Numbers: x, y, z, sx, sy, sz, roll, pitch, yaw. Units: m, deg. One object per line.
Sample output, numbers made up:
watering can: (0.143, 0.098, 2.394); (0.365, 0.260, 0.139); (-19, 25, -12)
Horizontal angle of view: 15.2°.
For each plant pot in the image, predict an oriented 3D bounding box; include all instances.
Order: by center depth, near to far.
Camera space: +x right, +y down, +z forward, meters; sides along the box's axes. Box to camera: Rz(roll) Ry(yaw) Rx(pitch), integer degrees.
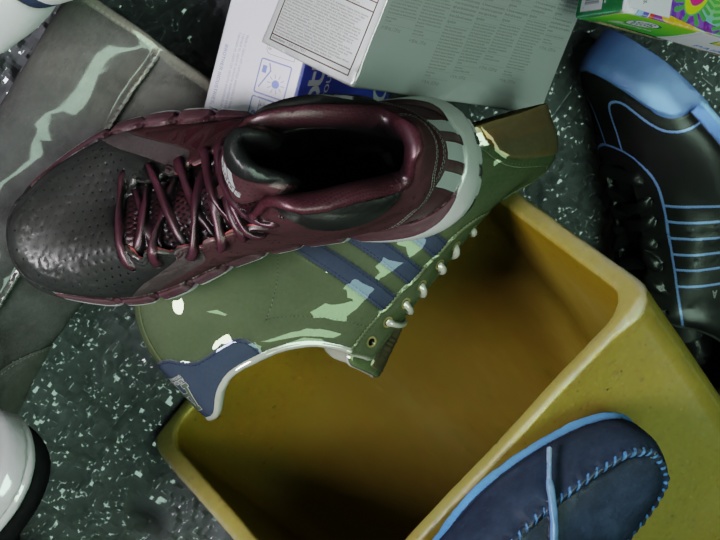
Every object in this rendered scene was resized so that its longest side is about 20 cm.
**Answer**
plant pot: (0.068, 0.099, 1.211); (0.196, 0.194, 0.200); (-47, 125, -1)

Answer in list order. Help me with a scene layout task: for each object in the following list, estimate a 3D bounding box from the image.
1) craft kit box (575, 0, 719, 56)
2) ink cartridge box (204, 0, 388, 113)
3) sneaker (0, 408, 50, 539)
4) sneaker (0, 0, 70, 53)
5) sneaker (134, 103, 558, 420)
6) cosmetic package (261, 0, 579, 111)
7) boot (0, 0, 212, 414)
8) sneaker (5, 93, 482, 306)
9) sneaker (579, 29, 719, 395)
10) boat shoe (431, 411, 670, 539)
craft kit box: (0.204, -0.187, 1.210); (0.197, 0.048, 0.201); (12, 85, -29)
ink cartridge box: (-0.005, -0.151, 1.140); (0.094, 0.044, 0.201); (-12, 119, -63)
sneaker: (-0.157, 0.121, 1.149); (0.112, 0.073, 0.200); (17, 144, -31)
sneaker: (-0.181, -0.178, 1.052); (0.076, 0.080, 0.200); (-23, 86, -54)
sneaker: (0.000, 0.000, 1.152); (0.200, 0.067, 0.090); (-20, 94, -11)
cosmetic package: (0.035, -0.117, 1.131); (0.200, 0.051, 0.083); (2, 114, -65)
boot: (-0.164, -0.030, 1.130); (0.182, 0.073, 0.200); (28, 103, -42)
sneaker: (-0.058, -0.037, 1.044); (0.199, 0.115, 0.076); (-13, 84, 12)
sneaker: (0.148, -0.020, 1.264); (0.078, 0.070, 0.200); (-44, 120, -11)
boat shoe: (0.054, 0.145, 1.068); (0.200, 0.069, 0.084); (-47, 130, -1)
